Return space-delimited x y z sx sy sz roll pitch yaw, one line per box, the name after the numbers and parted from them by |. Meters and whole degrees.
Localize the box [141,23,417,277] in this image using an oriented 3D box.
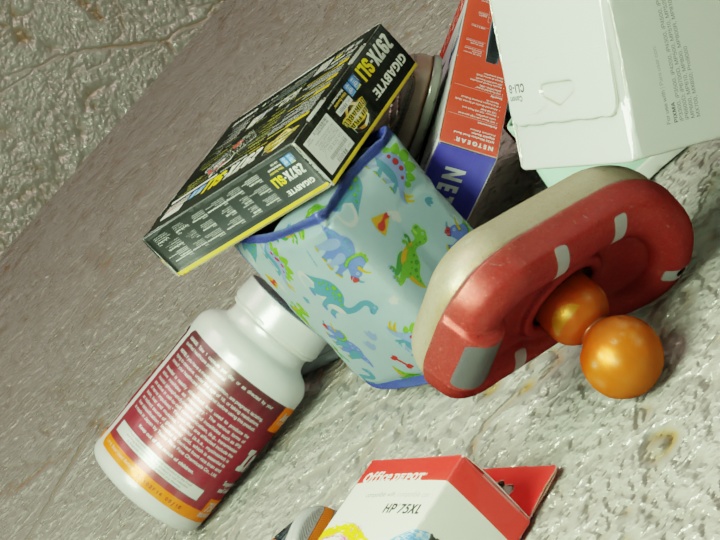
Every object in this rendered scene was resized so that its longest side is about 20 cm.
-0.063 -0.091 1.394 0.199 0.049 0.160 -28 23 44 | box

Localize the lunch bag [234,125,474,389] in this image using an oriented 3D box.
0.000 0.000 1.402 0.128 0.170 0.200 -51 16 -31 | lunch bag

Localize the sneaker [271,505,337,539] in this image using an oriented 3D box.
-0.076 0.249 1.211 0.112 0.078 0.200 -36 9 40 | sneaker

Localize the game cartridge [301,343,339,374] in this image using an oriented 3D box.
-0.003 0.008 1.616 0.133 0.042 0.201 -23 28 42 | game cartridge

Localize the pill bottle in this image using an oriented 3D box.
-0.120 0.108 1.509 0.200 0.113 0.113 -51 17 4 | pill bottle

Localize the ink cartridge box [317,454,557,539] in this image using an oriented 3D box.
0.024 0.181 1.120 0.200 0.067 0.116 -54 19 -25 | ink cartridge box

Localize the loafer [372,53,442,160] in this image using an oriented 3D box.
0.014 -0.100 1.479 0.201 0.062 0.072 110 173 -48 | loafer

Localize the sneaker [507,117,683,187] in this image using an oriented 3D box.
0.201 -0.142 1.341 0.200 0.118 0.074 -45 16 0 | sneaker

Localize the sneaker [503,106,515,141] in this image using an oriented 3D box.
0.161 -0.140 1.495 0.095 0.079 0.200 -42 18 6 | sneaker

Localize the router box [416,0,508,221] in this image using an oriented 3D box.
0.077 -0.116 1.474 0.200 0.048 0.181 112 172 -57 | router box

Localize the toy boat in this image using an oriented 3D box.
0.137 0.026 1.133 0.199 0.131 0.131 -29 -27 -31 | toy boat

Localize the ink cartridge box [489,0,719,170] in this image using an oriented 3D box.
0.206 -0.156 1.183 0.199 0.146 0.145 -16 7 -24 | ink cartridge box
